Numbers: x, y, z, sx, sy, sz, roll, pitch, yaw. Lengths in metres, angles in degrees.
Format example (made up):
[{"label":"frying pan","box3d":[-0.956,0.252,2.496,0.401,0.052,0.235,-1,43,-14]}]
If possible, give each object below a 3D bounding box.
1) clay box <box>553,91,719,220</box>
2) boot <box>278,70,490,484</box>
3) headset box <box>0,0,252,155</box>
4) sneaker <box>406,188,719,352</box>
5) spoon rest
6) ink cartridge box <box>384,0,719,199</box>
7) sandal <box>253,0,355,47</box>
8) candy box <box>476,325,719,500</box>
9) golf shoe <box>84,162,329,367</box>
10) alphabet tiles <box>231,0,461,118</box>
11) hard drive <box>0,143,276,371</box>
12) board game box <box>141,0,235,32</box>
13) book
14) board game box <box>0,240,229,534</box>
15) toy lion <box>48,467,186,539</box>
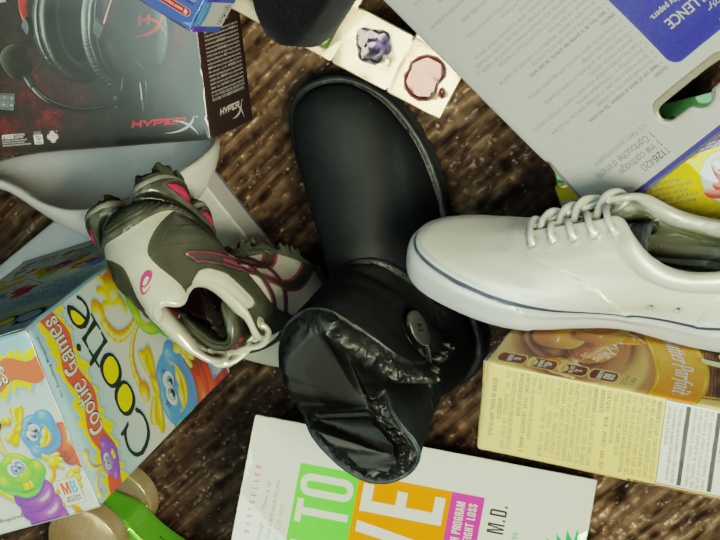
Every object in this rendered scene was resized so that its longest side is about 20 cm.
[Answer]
[{"label":"clay box","box3d":[0.183,0.003,1.285,0.115,0.048,0.200,-12,102,23]},{"label":"boot","box3d":[0.000,0.000,1.276,0.076,0.168,0.201,-19,100,22]},{"label":"headset box","box3d":[-0.151,-0.171,1.310,0.148,0.075,0.201,-3,101,17]},{"label":"sneaker","box3d":[0.123,-0.011,1.220,0.199,0.073,0.071,7,130,8]},{"label":"spoon rest","box3d":[-0.166,-0.041,1.333,0.200,0.099,0.061,-16,109,33]},{"label":"ink cartridge box","box3d":[0.122,-0.151,1.189,0.200,0.047,0.198,43,129,-10]},{"label":"sandal","box3d":[-0.003,-0.197,1.183,0.076,0.043,0.200,49,123,36]},{"label":"candy box","box3d":[0.172,0.068,1.220,0.199,0.115,0.055,10,112,17]},{"label":"golf shoe","box3d":[-0.073,0.023,1.283,0.077,0.200,0.088,-36,52,18]},{"label":"alphabet tiles","box3d":[0.017,-0.207,1.251,0.167,0.008,0.200,28,98,-7]},{"label":"hard drive","box3d":[-0.142,0.023,1.404,0.200,0.025,0.132,-37,94,24]},{"label":"board game box","box3d":[-0.131,-0.232,1.228,0.200,0.045,0.135,33,103,11]},{"label":"book","box3d":[0.026,0.167,1.353,0.199,0.048,0.134,10,84,5]},{"label":"board game box","box3d":[-0.166,0.058,1.300,0.105,0.200,0.103,-16,102,22]},{"label":"toy lion","box3d":[-0.131,0.229,1.455,0.200,0.069,0.192,22,119,9]}]
